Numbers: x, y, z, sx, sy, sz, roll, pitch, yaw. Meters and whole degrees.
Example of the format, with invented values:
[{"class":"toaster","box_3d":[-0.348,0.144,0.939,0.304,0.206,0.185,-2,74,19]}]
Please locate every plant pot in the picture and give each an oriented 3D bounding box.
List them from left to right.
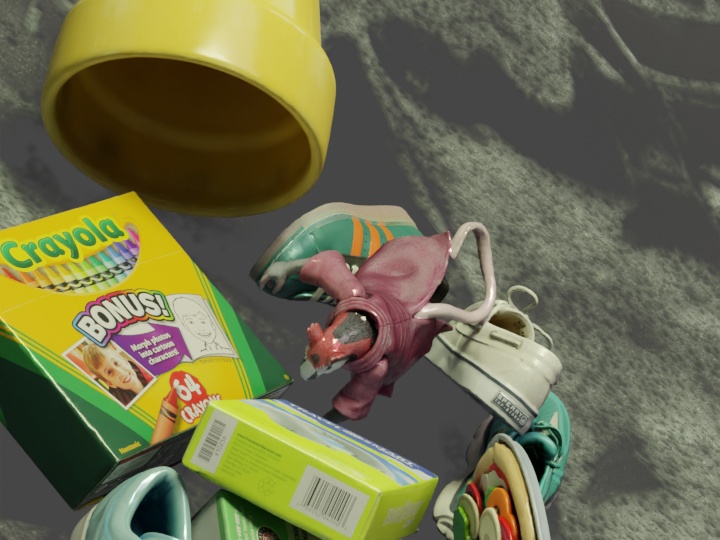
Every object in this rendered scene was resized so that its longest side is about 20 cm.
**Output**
[{"class":"plant pot","box_3d":[-0.106,-0.168,1.628,0.200,0.200,0.190,27,57,-25]}]

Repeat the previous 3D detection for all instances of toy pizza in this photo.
[{"class":"toy pizza","box_3d":[0.087,0.204,1.472,0.031,0.201,0.201,-2,44,-9]}]

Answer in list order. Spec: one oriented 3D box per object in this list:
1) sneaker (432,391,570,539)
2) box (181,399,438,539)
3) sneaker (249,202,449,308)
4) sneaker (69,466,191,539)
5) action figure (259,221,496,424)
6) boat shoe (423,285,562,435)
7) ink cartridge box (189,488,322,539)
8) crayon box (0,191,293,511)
[{"class":"sneaker","box_3d":[0.120,0.139,1.679,0.077,0.080,0.200,41,29,-2]},{"class":"box","box_3d":[-0.025,0.126,1.452,0.121,0.048,0.200,26,3,12]},{"class":"sneaker","box_3d":[0.000,0.000,1.721,0.080,0.072,0.199,48,29,20]},{"class":"sneaker","box_3d":[-0.128,0.190,1.321,0.074,0.082,0.201,24,35,-27]},{"class":"action figure","box_3d":[0.013,0.047,1.593,0.200,0.148,0.135,-23,100,-76]},{"class":"boat shoe","box_3d":[0.101,0.053,1.683,0.075,0.086,0.202,41,-2,-13]},{"class":"ink cartridge box","box_3d":[-0.017,0.234,1.392,0.199,0.084,0.147,23,34,-30]},{"class":"crayon box","box_3d":[-0.162,0.046,1.486,0.173,0.058,0.200,50,31,12]}]
